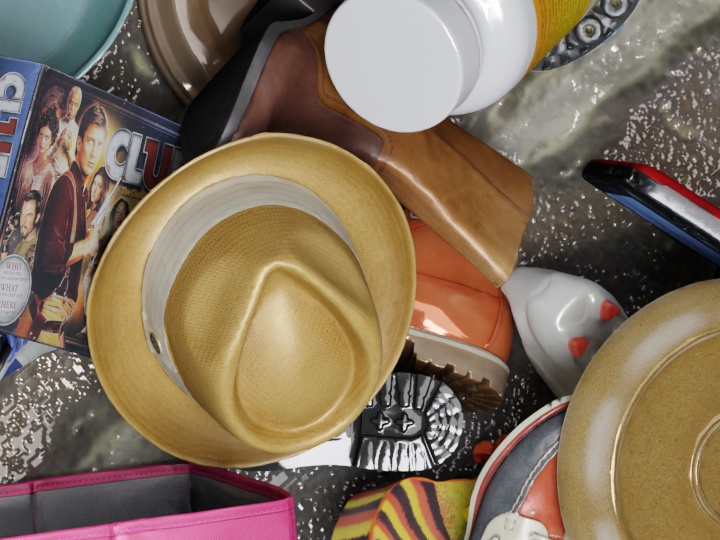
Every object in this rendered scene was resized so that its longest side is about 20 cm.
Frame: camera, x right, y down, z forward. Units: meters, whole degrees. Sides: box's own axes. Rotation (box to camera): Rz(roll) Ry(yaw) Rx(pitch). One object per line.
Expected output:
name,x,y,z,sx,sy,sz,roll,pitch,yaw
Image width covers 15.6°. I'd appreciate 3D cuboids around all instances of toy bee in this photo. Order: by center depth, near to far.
toy bee,0.057,0.146,1.515,0.131,0.200,0.109,-10,68,21

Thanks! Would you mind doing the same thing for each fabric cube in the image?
fabric cube,-0.144,0.218,1.381,0.199,0.196,0.200,-6,93,-19

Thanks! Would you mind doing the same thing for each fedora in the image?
fedora,-0.045,0.030,1.377,0.200,0.082,0.201,-11,120,-19

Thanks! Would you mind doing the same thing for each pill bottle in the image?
pill bottle,0.059,-0.154,1.462,0.111,0.111,0.200,54,38,-8

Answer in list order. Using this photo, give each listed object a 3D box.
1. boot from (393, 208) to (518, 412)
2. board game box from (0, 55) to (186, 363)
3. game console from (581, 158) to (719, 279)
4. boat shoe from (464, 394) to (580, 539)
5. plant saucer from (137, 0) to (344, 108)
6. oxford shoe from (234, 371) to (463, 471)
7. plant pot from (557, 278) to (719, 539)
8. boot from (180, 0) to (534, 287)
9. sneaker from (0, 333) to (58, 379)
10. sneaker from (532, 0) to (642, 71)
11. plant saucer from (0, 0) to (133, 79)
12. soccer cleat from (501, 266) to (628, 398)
boot,0.000,0.000,1.526,0.200,0.075,0.108,21,67,-15
board game box,-0.144,-0.024,1.391,0.035,0.200,0.136,11,86,28
game console,0.186,0.028,1.514,0.172,0.200,0.119,32,91,-4
boat shoe,0.084,0.162,1.417,0.071,0.063,0.200,21,106,-34
plant saucer,-0.032,-0.166,1.542,0.199,0.029,0.201,2,85,-19
oxford shoe,-0.041,0.081,1.501,0.199,0.084,0.073,12,88,3
plant pot,0.202,0.105,1.398,0.199,0.027,0.201,-2,95,-17
boot,0.003,-0.056,1.464,0.200,0.188,0.068,43,118,-12
sneaker,-0.197,0.025,1.428,0.199,0.115,0.081,-36,98,-17
sneaker,0.156,-0.201,1.590,0.072,0.072,0.200,37,90,4
plant saucer,-0.217,-0.171,1.405,0.199,0.036,0.201,2,78,-9
soccer cleat,0.147,0.068,1.550,0.069,0.078,0.200,-43,130,-12
